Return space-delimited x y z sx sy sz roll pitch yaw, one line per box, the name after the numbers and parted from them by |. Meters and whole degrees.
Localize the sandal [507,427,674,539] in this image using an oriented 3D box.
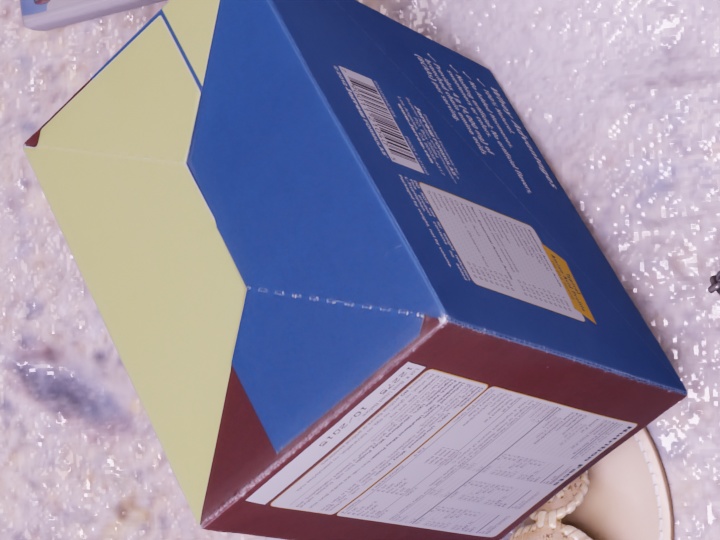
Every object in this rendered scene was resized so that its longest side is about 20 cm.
0.092 0.156 0.929 0.077 0.070 0.212 4 91 26 | sandal

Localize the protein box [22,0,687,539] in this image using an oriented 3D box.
0.000 0.000 0.882 0.135 0.200 0.199 -40 60 21 | protein box

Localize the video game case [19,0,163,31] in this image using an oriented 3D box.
-0.097 -0.231 1.052 0.199 0.022 0.183 -10 85 25 | video game case

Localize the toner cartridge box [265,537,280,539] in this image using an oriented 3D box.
0.033 0.183 0.924 0.200 0.043 0.095 27 121 43 | toner cartridge box

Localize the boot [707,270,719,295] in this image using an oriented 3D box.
0.194 0.072 0.871 0.200 0.069 0.174 -27 76 -1 | boot
